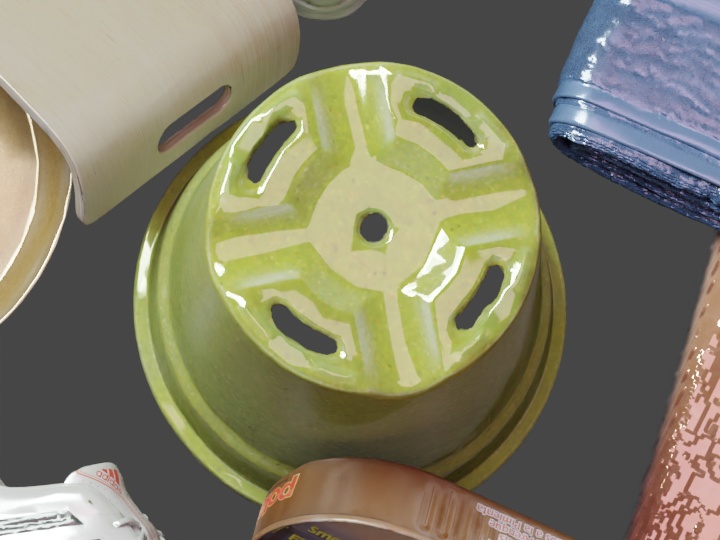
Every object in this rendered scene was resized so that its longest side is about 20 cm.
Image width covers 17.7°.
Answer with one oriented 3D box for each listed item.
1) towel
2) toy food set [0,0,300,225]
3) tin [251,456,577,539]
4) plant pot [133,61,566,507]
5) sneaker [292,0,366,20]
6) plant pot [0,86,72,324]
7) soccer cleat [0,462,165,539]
[{"bbox_3d":[0.169,-0.127,1.069,0.111,0.049,0.201,25,80,2],"label":"towel"},{"bbox_3d":[-0.140,-0.131,1.037,0.200,0.061,0.143,44,57,9],"label":"toy food set"},{"bbox_3d":[0.047,0.139,0.969,0.199,0.112,0.042,26,57,-13],"label":"tin"},{"bbox_3d":[0.000,0.000,0.967,0.198,0.184,0.202,0,80,-3],"label":"plant pot"},{"bbox_3d":[-0.014,-0.222,1.057,0.074,0.089,0.202,-4,79,-2],"label":"sneaker"},{"bbox_3d":[-0.228,-0.046,1.043,0.198,0.027,0.202,1,80,-3],"label":"plant pot"},{"bbox_3d":[-0.105,0.131,0.994,0.199,0.069,0.086,22,80,9],"label":"soccer cleat"}]
